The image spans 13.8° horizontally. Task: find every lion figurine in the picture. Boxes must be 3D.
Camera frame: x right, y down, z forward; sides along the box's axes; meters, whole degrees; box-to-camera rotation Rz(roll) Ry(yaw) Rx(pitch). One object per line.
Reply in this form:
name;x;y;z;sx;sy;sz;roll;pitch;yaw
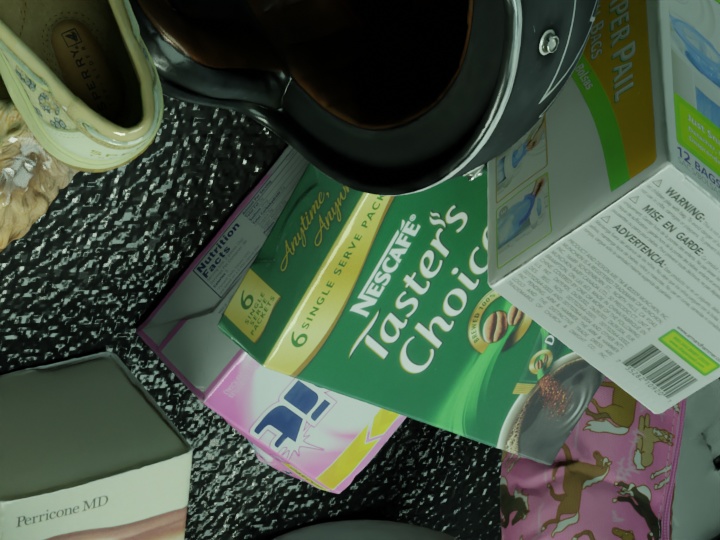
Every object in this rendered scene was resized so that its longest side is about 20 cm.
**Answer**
lion figurine;-0.203;-0.014;1.159;0.199;0.122;0.073;-31;96;-23

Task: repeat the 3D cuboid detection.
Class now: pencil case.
pencil case;0.116;0.077;1.435;0.082;0.086;0.201;23;66;-29

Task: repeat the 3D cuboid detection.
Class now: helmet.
helmet;0.004;-0.137;1.181;0.190;0.200;0.201;22;106;-32

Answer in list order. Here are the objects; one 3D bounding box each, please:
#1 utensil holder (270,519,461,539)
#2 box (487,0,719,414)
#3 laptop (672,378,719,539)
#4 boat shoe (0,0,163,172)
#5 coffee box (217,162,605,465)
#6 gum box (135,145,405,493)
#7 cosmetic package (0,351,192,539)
utensil holder;0.002;0.249;1.482;0.169;0.170;0.201;-13;124;-31
box;0.126;-0.059;1.291;0.101;0.201;0.112;-35;123;30
laptop;0.187;0.096;1.629;0.177;0.103;0.201;-36;110;-12
boat shoe;-0.131;-0.132;1.105;0.073;0.063;0.201;-35;93;-13
coffee box;0.042;0.009;1.327;0.199;0.044;0.123;23;103;-43
gum box;0.000;0.000;1.370;0.200;0.066;0.113;-50;136;2
cosmetic package;-0.143;0.150;1.352;0.103;0.087;0.201;-14;127;-28
